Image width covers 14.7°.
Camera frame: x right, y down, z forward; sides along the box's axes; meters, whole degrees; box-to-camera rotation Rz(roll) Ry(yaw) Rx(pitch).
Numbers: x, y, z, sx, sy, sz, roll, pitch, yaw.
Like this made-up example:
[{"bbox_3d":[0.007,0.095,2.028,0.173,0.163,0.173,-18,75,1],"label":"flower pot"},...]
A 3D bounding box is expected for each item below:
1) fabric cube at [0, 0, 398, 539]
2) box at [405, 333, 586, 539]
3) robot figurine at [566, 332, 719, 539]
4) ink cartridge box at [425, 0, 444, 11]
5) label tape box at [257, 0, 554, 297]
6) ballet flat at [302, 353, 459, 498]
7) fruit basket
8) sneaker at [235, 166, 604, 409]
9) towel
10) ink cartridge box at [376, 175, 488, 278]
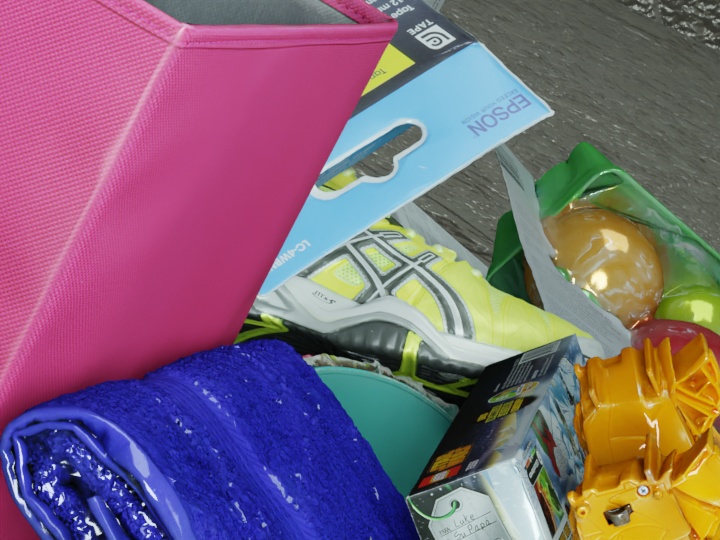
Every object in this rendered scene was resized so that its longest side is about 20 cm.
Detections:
[{"bbox_3d":[-0.140,-0.037,0.860,0.200,0.199,0.196,31,15,12],"label":"fabric cube"},{"bbox_3d":[0.070,0.107,0.919,0.200,0.040,0.137,-43,111,-77],"label":"box"},{"bbox_3d":[0.117,0.128,0.862,0.145,0.058,0.200,-76,144,-67],"label":"robot figurine"},{"bbox_3d":[-0.047,-0.212,1.798,0.147,0.146,0.200,35,15,24],"label":"ink cartridge box"},{"bbox_3d":[-0.048,-0.062,1.034,0.143,0.066,0.200,-34,58,-27],"label":"label tape box"},{"bbox_3d":[0.029,0.086,1.061,0.200,0.076,0.064,25,-18,-32],"label":"ballet flat"},{"bbox_3d":[0.128,0.039,1.269,0.185,0.094,0.200,38,25,-28],"label":"fruit basket"},{"bbox_3d":[0.000,0.000,1.063,0.200,0.076,0.075,18,-17,-1],"label":"sneaker"},{"bbox_3d":[-0.022,0.090,0.820,0.148,0.050,0.200,62,15,4],"label":"towel"},{"bbox_3d":[0.075,0.052,1.329,0.200,0.047,0.160,42,9,-17],"label":"ink cartridge box"}]
